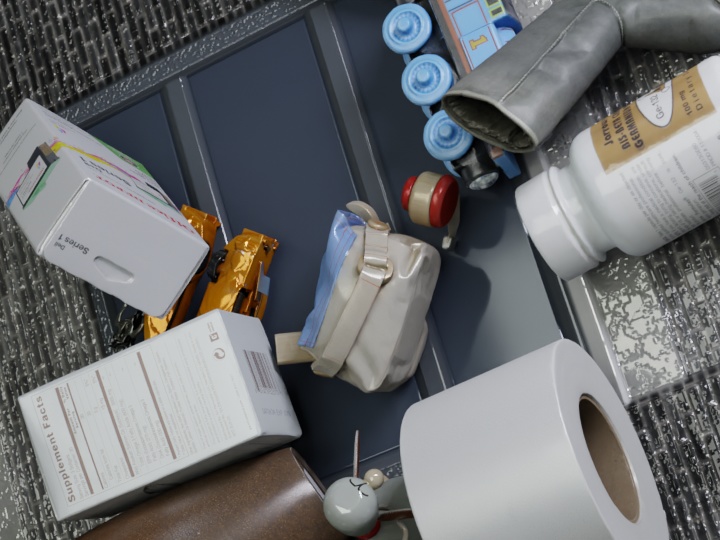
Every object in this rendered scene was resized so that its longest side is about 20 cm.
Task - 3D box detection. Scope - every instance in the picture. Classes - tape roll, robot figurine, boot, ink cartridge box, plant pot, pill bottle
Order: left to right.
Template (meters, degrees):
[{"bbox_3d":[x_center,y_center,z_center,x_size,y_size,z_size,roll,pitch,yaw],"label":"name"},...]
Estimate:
[{"bbox_3d":[-0.242,-0.058,1.594,0.084,0.145,0.200,-54,36,7],"label":"ink cartridge box"},{"bbox_3d":[-0.153,0.050,1.622,0.144,0.058,0.201,21,90,28],"label":"robot figurine"},{"bbox_3d":[-0.112,0.249,1.514,0.200,0.187,0.187,-36,67,0],"label":"plant pot"},{"bbox_3d":[0.138,0.172,1.379,0.139,0.203,0.204,-25,71,19],"label":"tape roll"},{"bbox_3d":[0.190,-0.169,1.431,0.181,0.073,0.200,16,45,37],"label":"boot"},{"bbox_3d":[0.232,-0.077,1.425,0.199,0.114,0.115,-30,69,18],"label":"pill bottle"}]

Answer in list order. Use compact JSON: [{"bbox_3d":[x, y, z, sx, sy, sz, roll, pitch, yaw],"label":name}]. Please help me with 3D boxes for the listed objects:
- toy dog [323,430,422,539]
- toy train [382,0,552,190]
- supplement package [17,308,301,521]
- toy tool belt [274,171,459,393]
[{"bbox_3d":[0.036,0.188,1.445,0.132,0.200,0.096,39,88,1],"label":"toy dog"},{"bbox_3d":[0.097,-0.172,1.526,0.114,0.087,0.201,-25,71,14],"label":"toy train"},{"bbox_3d":[-0.173,0.127,1.523,0.199,0.117,0.118,-24,79,13],"label":"supplement package"},{"bbox_3d":[0.000,0.000,1.520,0.122,0.125,0.201,17,91,21],"label":"toy tool belt"}]
